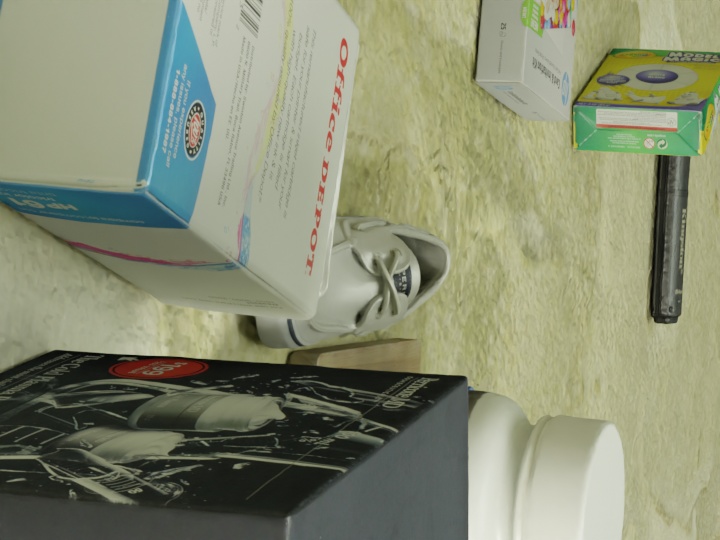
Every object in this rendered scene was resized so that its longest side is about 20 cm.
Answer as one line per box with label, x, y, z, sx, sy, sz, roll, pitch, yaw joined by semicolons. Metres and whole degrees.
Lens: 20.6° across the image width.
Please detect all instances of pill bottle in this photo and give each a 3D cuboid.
pill bottle;0.021;0.112;0.965;0.114;0.200;0.114;4;90;-72

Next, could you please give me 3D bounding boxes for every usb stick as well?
usb stick;0.338;-0.042;2.155;0.055;0.033;0.200;-4;98;-72

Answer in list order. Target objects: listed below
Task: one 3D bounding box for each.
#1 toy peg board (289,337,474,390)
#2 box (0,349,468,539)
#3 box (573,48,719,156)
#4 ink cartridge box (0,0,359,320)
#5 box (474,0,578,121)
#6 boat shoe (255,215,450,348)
toy peg board;0.032;0.146;1.168;0.200;0.098;0.199;-2;95;-72
box;-0.072;0.101;0.710;0.200;0.182;0.104;-28;120;-69
box;0.271;-0.159;1.799;0.200;0.117;0.048;-50;140;-62
ink cartridge box;-0.074;-0.073;0.825;0.200;0.085;0.145;40;56;-66
box;0.130;-0.224;1.485;0.156;0.041;0.200;19;76;-71
boat shoe;0.000;0.000;1.092;0.200;0.065;0.074;-33;124;-68
